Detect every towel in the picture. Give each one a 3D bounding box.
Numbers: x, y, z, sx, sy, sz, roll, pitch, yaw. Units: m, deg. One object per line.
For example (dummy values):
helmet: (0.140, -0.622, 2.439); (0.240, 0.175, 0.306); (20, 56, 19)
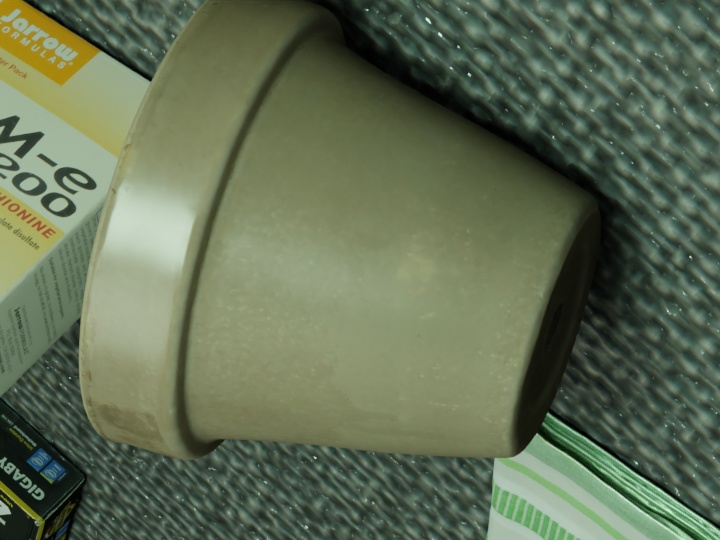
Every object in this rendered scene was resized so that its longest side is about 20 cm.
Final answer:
towel: (0.119, 0.157, 1.385); (0.152, 0.023, 0.200); (35, 150, 21)

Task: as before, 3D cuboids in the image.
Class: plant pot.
plant pot: (0.000, 0.000, 1.191); (0.174, 0.201, 0.200); (18, 145, 13)

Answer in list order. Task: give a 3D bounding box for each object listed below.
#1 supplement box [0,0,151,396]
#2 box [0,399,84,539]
supplement box: (-0.186, -0.024, 1.371); (0.126, 0.200, 0.074); (32, 153, 21)
box: (-0.268, 0.111, 1.822); (0.200, 0.049, 0.160); (41, 150, 9)
